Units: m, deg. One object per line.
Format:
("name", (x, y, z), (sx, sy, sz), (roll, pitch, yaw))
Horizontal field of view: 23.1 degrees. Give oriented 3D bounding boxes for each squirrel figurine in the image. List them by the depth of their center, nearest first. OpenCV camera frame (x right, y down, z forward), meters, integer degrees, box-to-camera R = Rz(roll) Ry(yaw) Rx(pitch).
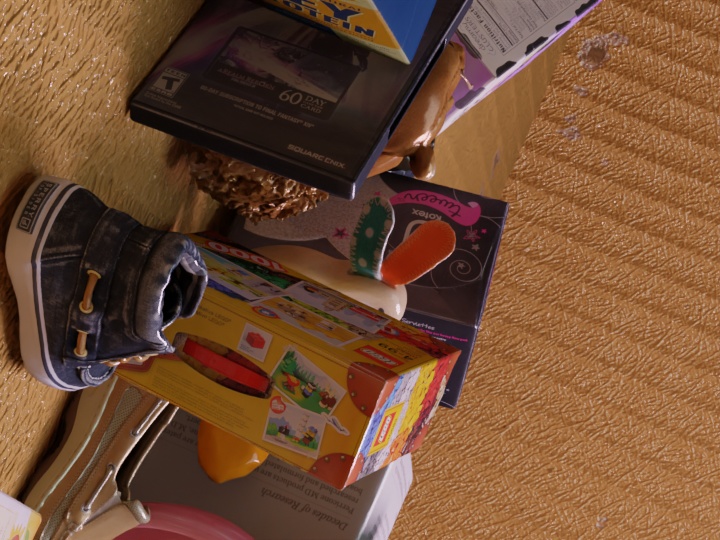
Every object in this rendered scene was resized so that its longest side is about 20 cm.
("squirrel figurine", (-0.014, -0.096, 1.169), (0.200, 0.142, 0.187), (-40, -159, -5))

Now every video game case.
("video game case", (-0.031, -0.134, 1.067), (0.019, 0.143, 0.200), (97, 18, -49))

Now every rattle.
("rattle", (-0.032, 0.047, 1.210), (0.200, 0.130, 0.143), (-17, -155, 40))

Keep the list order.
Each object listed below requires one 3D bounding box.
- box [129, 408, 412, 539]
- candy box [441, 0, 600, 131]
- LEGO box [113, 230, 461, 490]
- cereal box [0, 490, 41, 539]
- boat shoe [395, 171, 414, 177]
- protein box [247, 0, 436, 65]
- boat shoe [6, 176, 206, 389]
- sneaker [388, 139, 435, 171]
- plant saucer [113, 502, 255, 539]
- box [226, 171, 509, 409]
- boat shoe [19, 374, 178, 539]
("box", (-0.080, 0.181, 1.376), (0.199, 0.200, 0.172), (82, 31, -72))
("candy box", (0.097, -0.182, 1.424), (0.200, 0.072, 0.168), (-39, -179, -39))
("LEGO box", (-0.057, 0.051, 1.125), (0.149, 0.200, 0.077), (-13, 126, -69))
("cereal box", (-0.238, 0.178, 0.948), (0.200, 0.039, 0.144), (79, 35, -73))
("boat shoe", (0.013, -0.087, 1.704), (0.200, 0.071, 0.091), (-66, 173, -55))
("protein box", (-0.007, -0.243, 0.964), (0.200, 0.135, 0.199), (24, 89, -81))
("boat shoe", (-0.135, 0.027, 0.971), (0.200, 0.091, 0.071), (93, 22, -65))
("sneaker", (-0.008, -0.163, 1.321), (0.070, 0.075, 0.200), (-43, 125, -45))
("plant saucer", (-0.129, 0.238, 1.237), (0.051, 0.200, 0.201), (-65, 173, -57))
("box", (0.000, 0.000, 1.351), (0.115, 0.199, 0.132), (102, 5, -53))
("boat shoe", (-0.173, 0.149, 1.143), (0.072, 0.076, 0.200), (51, 62, -80))
